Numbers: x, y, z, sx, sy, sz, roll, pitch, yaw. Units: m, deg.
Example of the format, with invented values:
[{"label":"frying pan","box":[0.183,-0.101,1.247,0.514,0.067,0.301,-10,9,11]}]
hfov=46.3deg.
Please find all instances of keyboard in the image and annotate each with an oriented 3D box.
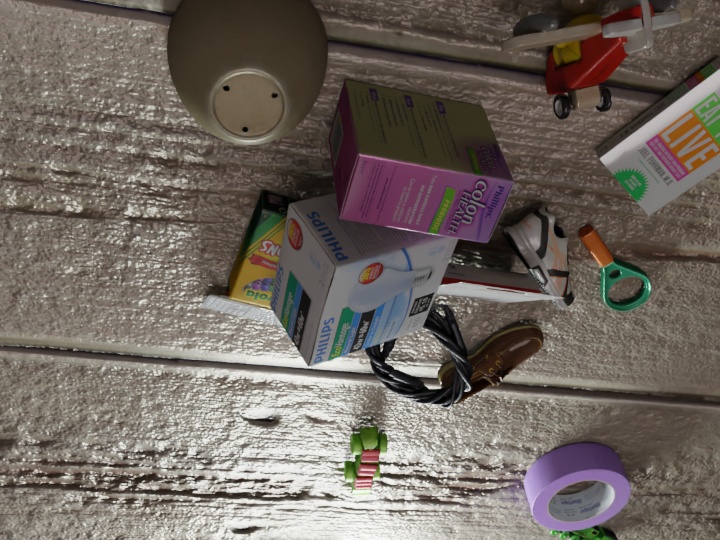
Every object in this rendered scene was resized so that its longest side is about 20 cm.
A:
[{"label":"keyboard","box":[-0.144,0.069,1.301,0.197,0.011,0.056,15,160,-20]}]

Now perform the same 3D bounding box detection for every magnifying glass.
[{"label":"magnifying glass","box":[0.397,-0.001,1.328,0.079,0.023,0.200,-32,126,18]}]

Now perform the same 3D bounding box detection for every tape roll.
[{"label":"tape roll","box":[0.427,0.429,1.665,0.196,0.066,0.202,-4,129,-5]}]

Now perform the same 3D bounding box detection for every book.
[{"label":"book","box":[0.446,-0.184,1.171,0.199,0.048,0.133,-39,120,25]}]

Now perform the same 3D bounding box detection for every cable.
[{"label":"cable","box":[0.096,0.147,1.359,0.161,0.051,0.202,-15,115,14]}]

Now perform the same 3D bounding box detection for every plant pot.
[{"label":"plant pot","box":[-0.132,-0.227,0.991,0.197,0.136,0.202,-3,131,-4]}]

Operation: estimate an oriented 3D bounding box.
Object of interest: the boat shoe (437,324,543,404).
[{"label":"boat shoe","box":[0.222,0.162,1.409,0.198,0.068,0.072,-32,127,18]}]

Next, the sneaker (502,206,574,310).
[{"label":"sneaker","box":[0.290,-0.015,1.270,0.080,0.074,0.200,-38,133,3]}]

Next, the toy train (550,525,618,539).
[{"label":"toy train","box":[0.473,0.556,1.794,0.198,0.042,0.057,29,111,-28]}]

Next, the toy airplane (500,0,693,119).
[{"label":"toy airplane","box":[0.279,-0.287,0.995,0.197,0.143,0.199,-24,163,28]}]

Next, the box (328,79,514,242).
[{"label":"box","box":[0.069,-0.139,1.065,0.197,0.177,0.098,7,129,-14]}]

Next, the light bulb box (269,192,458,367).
[{"label":"light bulb box","box":[0.000,0.000,1.146,0.198,0.125,0.200,-16,142,-30]}]

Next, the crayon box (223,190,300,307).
[{"label":"crayon box","box":[-0.114,-0.009,1.231,0.125,0.051,0.202,13,127,-18]}]

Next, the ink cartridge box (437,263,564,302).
[{"label":"ink cartridge box","box":[0.181,0.013,1.213,0.158,0.051,0.200,8,172,-13]}]

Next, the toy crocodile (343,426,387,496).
[{"label":"toy crocodile","box":[0.010,0.353,1.544,0.066,0.062,0.202,3,130,-10]}]
